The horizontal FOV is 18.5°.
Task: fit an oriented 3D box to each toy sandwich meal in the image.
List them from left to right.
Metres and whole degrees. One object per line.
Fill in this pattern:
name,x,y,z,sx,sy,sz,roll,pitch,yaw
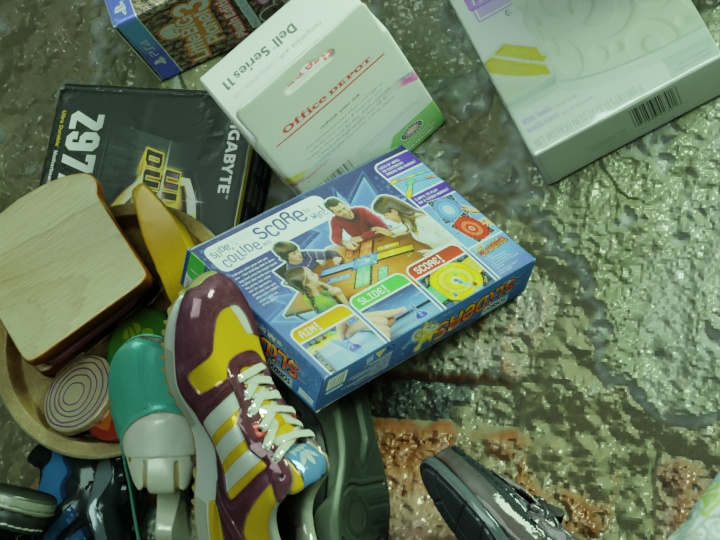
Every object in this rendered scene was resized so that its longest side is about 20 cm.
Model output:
toy sandwich meal,-0.176,0.026,1.487,0.205,0.070,0.205,-9,65,19

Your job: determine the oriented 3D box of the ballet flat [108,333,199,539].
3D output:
ballet flat,-0.121,0.133,1.426,0.067,0.200,0.070,-6,40,1

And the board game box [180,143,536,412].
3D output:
board game box,0.000,0.000,1.460,0.200,0.034,0.135,-27,58,-36

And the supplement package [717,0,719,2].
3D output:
supplement package,0.253,-0.311,1.464,0.151,0.200,0.152,-30,66,5

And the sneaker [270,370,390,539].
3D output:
sneaker,-0.047,0.132,1.473,0.114,0.076,0.200,-17,78,29

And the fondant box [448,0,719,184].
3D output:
fondant box,0.145,-0.181,1.530,0.144,0.058,0.200,-28,65,6

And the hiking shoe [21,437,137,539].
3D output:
hiking shoe,-0.187,0.199,1.497,0.087,0.074,0.200,-12,59,22

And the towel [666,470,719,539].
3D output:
towel,0.309,0.154,1.370,0.171,0.048,0.200,36,84,27

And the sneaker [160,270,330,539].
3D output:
sneaker,-0.061,0.096,1.369,0.090,0.075,0.200,6,115,37

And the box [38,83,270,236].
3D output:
box,-0.154,-0.031,1.574,0.160,0.049,0.200,4,73,20

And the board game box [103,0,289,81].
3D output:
board game box,-0.097,-0.261,1.610,0.200,0.097,0.160,-25,66,7

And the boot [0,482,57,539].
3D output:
boot,-0.272,0.217,1.472,0.204,0.073,0.154,-10,66,56

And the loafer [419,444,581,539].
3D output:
loafer,0.121,0.184,1.412,0.063,0.072,0.200,-35,70,-19

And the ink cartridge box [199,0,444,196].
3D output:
ink cartridge box,-0.029,-0.122,1.483,0.117,0.200,0.067,-41,65,0
